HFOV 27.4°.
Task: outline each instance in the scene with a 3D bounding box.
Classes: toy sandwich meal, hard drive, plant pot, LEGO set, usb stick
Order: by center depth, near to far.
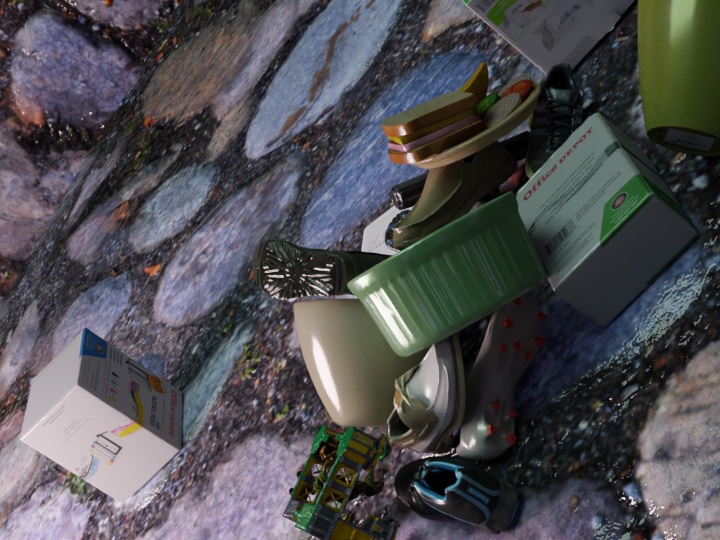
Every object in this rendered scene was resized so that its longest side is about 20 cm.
[{"bbox_3d":[0.364,-0.227,1.531,0.187,0.186,0.201,-2,72,60],"label":"plant pot"},{"bbox_3d":[-0.001,0.254,1.642,0.154,0.115,0.200,-67,11,-19],"label":"LEGO set"},{"bbox_3d":[0.118,-0.189,1.760,0.204,0.070,0.205,-28,15,8],"label":"toy sandwich meal"},{"bbox_3d":[0.130,-0.126,1.843,0.199,0.033,0.055,-23,-7,-5],"label":"usb stick"},{"bbox_3d":[0.045,-0.013,1.981,0.132,0.027,0.201,-36,30,35],"label":"hard drive"}]

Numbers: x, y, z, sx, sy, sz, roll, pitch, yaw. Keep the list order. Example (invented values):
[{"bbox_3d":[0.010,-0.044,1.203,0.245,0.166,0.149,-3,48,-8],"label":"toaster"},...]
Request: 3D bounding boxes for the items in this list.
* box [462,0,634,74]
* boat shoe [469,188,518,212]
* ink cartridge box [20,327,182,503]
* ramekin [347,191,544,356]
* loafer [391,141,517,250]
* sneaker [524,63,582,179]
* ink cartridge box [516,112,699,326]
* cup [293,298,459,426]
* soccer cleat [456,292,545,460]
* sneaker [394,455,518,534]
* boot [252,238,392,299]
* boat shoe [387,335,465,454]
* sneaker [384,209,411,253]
[{"bbox_3d":[0.250,-0.373,1.880,0.200,0.176,0.097,-49,26,14],"label":"box"},{"bbox_3d":[0.180,-0.067,1.767,0.066,0.070,0.200,-42,18,-3],"label":"boat shoe"},{"bbox_3d":[-0.392,0.223,2.266,0.145,0.200,0.148,-42,27,21],"label":"ink cartridge box"},{"bbox_3d":[0.095,0.008,1.542,0.199,0.098,0.200,-29,-2,-1],"label":"ramekin"},{"bbox_3d":[0.102,-0.096,1.761,0.200,0.068,0.076,-41,16,-29],"label":"loafer"},{"bbox_3d":[0.232,-0.170,1.750,0.201,0.073,0.081,-90,2,-49],"label":"sneaker"},{"bbox_3d":[0.258,-0.059,1.588,0.147,0.083,0.200,-47,27,19],"label":"ink cartridge box"},{"bbox_3d":[0.022,0.109,1.715,0.200,0.199,0.144,-10,80,57],"label":"cup"},{"bbox_3d":[0.146,0.112,1.603,0.077,0.069,0.201,-25,41,53],"label":"soccer cleat"},{"bbox_3d":[0.085,0.221,1.555,0.200,0.082,0.074,-4,58,61],"label":"sneaker"},{"bbox_3d":[-0.001,0.002,1.722,0.181,0.199,0.073,14,103,42],"label":"boot"},{"bbox_3d":[0.070,0.140,1.580,0.201,0.068,0.075,97,170,-53],"label":"boat shoe"},{"bbox_3d":[0.119,-0.022,1.810,0.200,0.077,0.076,27,83,48],"label":"sneaker"}]
